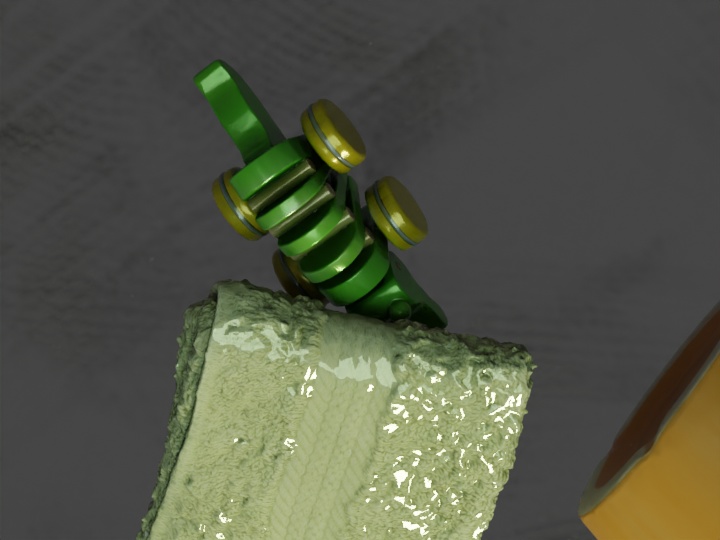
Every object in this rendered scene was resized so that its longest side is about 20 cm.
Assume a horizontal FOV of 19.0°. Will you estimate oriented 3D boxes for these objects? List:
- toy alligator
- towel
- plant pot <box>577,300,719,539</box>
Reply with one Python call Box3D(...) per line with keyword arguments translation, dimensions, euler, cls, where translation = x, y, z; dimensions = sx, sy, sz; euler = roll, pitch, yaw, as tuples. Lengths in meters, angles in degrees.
Box3D(translation=(0.000, 0.000, 0.860), dimensions=(0.059, 0.054, 0.200), euler=(-34, 109, 16), cls="toy alligator")
Box3D(translation=(-0.015, 0.091, 0.886), dimensions=(0.148, 0.037, 0.201), euler=(12, 132, -6), cls="towel")
Box3D(translation=(0.193, 0.101, 0.839), dimensions=(0.183, 0.200, 0.201), euler=(36, 111, 2), cls="plant pot")
